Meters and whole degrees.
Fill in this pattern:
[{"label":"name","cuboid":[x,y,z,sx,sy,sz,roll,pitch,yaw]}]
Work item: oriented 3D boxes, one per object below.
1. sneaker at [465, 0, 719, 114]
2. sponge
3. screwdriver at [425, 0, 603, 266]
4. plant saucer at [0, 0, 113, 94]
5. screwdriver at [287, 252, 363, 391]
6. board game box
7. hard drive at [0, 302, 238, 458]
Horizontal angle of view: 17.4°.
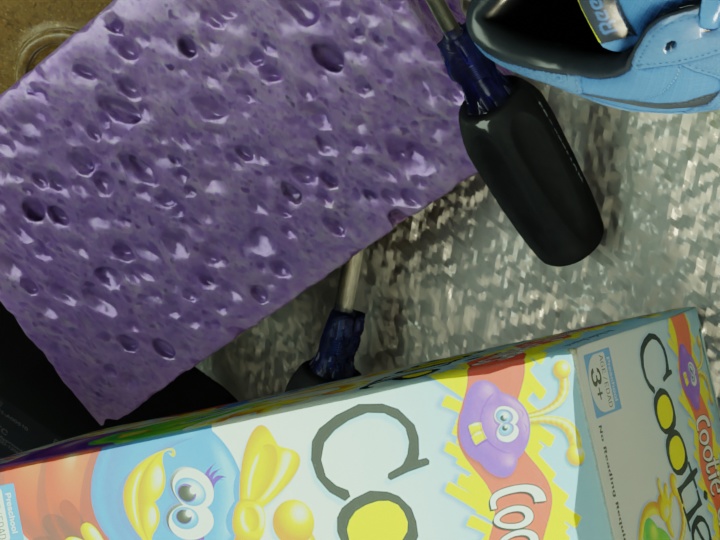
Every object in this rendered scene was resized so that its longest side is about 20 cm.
[{"label":"sneaker","cuboid":[0.101,-0.070,0.564,0.200,0.078,0.066,-5,94,57]},{"label":"sponge","cuboid":[-0.049,-0.039,0.757,0.200,0.030,0.112,-34,97,35]},{"label":"screwdriver","cuboid":[0.021,-0.081,0.654,0.028,0.029,0.201,-3,127,38]},{"label":"plant saucer","cuboid":[-0.092,-0.070,0.802,0.199,0.035,0.201,10,122,16]},{"label":"screwdriver","cuboid":[0.000,0.000,0.789,0.029,0.028,0.201,27,117,26]},{"label":"board game box","cuboid":[-0.001,0.084,0.669,0.199,0.103,0.106,-14,89,26]},{"label":"hard drive","cuboid":[-0.113,0.070,0.820,0.033,0.139,0.200,-47,15,26]}]
